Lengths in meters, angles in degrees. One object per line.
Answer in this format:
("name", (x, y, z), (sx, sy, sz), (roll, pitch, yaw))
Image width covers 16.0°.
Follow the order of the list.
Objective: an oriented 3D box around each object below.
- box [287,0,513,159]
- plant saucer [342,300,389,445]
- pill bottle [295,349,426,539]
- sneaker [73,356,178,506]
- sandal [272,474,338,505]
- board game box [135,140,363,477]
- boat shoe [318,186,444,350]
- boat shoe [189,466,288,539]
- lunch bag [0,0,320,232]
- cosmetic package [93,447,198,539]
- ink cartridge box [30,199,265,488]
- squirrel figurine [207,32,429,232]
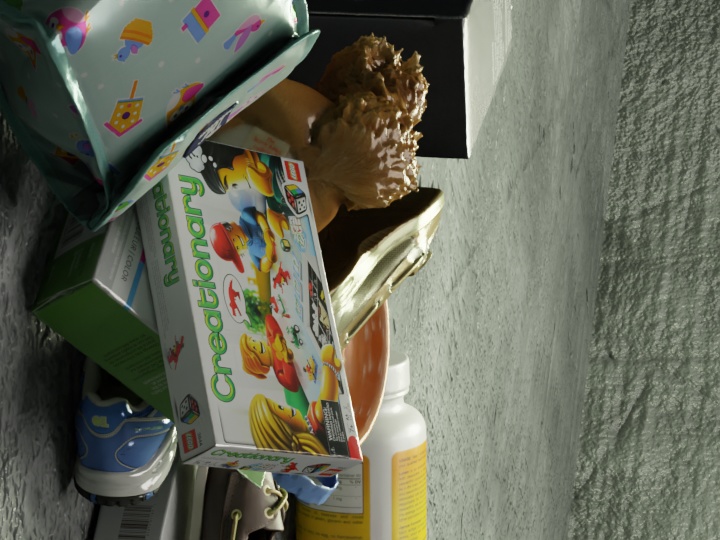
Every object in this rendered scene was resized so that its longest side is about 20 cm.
("box", (0.001, -0.180, 1.898), (0.200, 0.196, 0.118), (-67, 156, -57))
("plant saucer", (-0.037, 0.038, 1.849), (0.200, 0.037, 0.201), (-4, 90, -65))
("pill bottle", (0.000, 0.170, 2.143), (0.111, 0.111, 0.201), (-40, 131, -73))
("sneaker", (-0.130, 0.057, 1.627), (0.200, 0.075, 0.077), (-75, 166, -49))
("sandal", (-0.062, 0.101, 1.918), (0.080, 0.087, 0.201), (-57, 145, -63))
("board game box", (-0.070, 0.021, 1.535), (0.126, 0.035, 0.201), (10, 62, -47))
("boat shoe", (0.002, 0.000, 1.816), (0.201, 0.073, 0.063), (-48, 134, -53))
("boat shoe", (-0.078, 0.165, 1.661), (0.072, 0.059, 0.201), (31, 69, -74))
("lunch bag", (-0.118, -0.130, 1.431), (0.170, 0.122, 0.200), (-43, 144, -20))
("cosmetic package", (-0.123, 0.137, 1.732), (0.151, 0.051, 0.201), (71, 24, -54))
("ink cartridge box", (-0.100, 0.033, 1.571), (0.200, 0.059, 0.104), (41, 42, -28))
("squirrel figurine", (-0.048, -0.082, 1.717), (0.187, 0.199, 0.142), (-89, 170, -83))
